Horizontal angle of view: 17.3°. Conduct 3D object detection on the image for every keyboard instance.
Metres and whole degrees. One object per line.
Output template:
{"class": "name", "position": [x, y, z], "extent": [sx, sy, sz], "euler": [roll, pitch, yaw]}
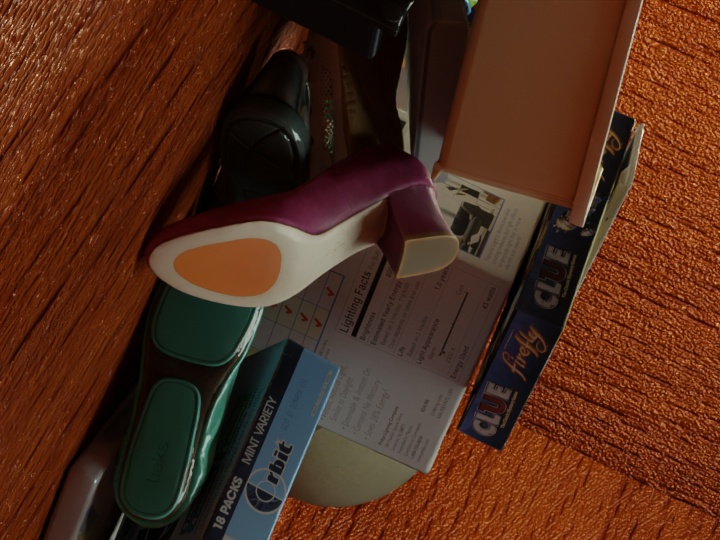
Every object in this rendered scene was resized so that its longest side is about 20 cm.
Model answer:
{"class": "keyboard", "position": [0.160, -0.019, 1.637], "extent": [0.200, 0.011, 0.056], "euler": [111, 2, -51]}

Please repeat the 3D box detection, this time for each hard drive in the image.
{"class": "hard drive", "position": [0.044, -0.173, 1.494], "extent": [0.132, 0.026, 0.201], "euler": [95, -6, -47]}

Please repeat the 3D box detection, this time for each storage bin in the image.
{"class": "storage bin", "position": [0.119, -0.151, 1.392], "extent": [0.199, 0.093, 0.201], "euler": [-52, 156, -75]}

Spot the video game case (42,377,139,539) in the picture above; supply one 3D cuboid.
{"class": "video game case", "position": [-0.181, 0.173, 1.545], "extent": [0.182, 0.022, 0.201], "euler": [-58, 172, -65]}

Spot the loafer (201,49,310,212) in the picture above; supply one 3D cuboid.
{"class": "loafer", "position": [-0.057, -0.057, 1.471], "extent": [0.200, 0.071, 0.063], "euler": [106, 3, -57]}

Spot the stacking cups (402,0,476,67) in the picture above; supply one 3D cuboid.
{"class": "stacking cups", "position": [0.053, -0.199, 1.772], "extent": [0.200, 0.060, 0.061], "euler": [-46, 172, -12]}

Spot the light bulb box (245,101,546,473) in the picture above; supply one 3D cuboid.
{"class": "light bulb box", "position": [0.000, 0.000, 1.621], "extent": [0.125, 0.199, 0.199], "euler": [-64, 177, -49]}

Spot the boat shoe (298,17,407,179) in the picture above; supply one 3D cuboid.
{"class": "boat shoe", "position": [-0.015, -0.121, 1.488], "extent": [0.071, 0.069, 0.202], "euler": [3, 86, -49]}

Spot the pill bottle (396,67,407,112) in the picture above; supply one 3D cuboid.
{"class": "pill bottle", "position": [0.001, -0.069, 1.881], "extent": [0.201, 0.112, 0.113], "euler": [112, 5, -46]}

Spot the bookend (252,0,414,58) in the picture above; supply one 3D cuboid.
{"class": "bookend", "position": [0.014, -0.198, 1.319], "extent": [0.201, 0.092, 0.199], "euler": [-63, 177, -17]}

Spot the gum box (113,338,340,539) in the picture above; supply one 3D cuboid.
{"class": "gum box", "position": [-0.099, 0.143, 1.541], "extent": [0.200, 0.044, 0.171], "euler": [-25, -141, 63]}

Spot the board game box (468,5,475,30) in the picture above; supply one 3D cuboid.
{"class": "board game box", "position": [0.143, -0.269, 1.933], "extent": [0.200, 0.199, 0.201], "euler": [-60, 175, -54]}

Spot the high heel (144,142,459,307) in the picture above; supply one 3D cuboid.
{"class": "high heel", "position": [-0.043, -0.037, 1.392], "extent": [0.068, 0.199, 0.096], "euler": [103, -31, -41]}

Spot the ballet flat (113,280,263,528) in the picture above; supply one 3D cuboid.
{"class": "ballet flat", "position": [-0.106, 0.061, 1.468], "extent": [0.070, 0.067, 0.201], "euler": [105, 3, -87]}

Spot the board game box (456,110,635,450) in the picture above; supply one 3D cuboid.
{"class": "board game box", "position": [0.124, 0.003, 1.569], "extent": [0.136, 0.034, 0.201], "euler": [111, 2, -48]}

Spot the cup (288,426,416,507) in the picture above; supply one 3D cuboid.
{"class": "cup", "position": [-0.036, 0.092, 1.972], "extent": [0.201, 0.199, 0.143], "euler": [-65, 164, -3]}
